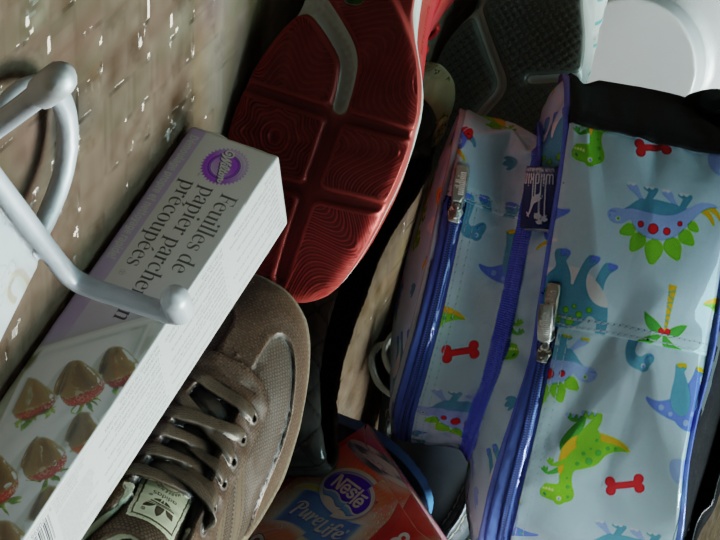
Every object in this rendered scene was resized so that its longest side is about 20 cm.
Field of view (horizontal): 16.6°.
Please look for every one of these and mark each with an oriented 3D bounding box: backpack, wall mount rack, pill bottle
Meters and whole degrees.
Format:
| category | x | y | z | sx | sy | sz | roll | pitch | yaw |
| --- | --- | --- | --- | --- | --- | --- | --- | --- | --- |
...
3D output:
| category | x | y | z | sx | sy | sz | roll | pitch | yaw |
| --- | --- | --- | --- | --- | --- | --- | --- | --- | --- |
| backpack | 0.087 | 0.030 | 1.044 | 0.183 | 0.146 | 0.201 | 78 | 20 | -82 |
| wall mount rack | -0.116 | 0.023 | 0.738 | 0.201 | 0.074 | 0.174 | -66 | 159 | -18 |
| pill bottle | 0.178 | -0.131 | 1.340 | 0.200 | 0.110 | 0.111 | -32 | 137 | -60 |

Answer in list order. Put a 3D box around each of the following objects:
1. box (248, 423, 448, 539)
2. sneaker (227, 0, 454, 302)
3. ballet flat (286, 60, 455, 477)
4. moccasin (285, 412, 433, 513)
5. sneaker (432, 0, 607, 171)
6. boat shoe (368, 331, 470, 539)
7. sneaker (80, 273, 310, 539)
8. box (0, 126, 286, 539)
| category | x | y | z | sx | sy | sz | roll | pitch | yaw |
| --- | --- | --- | --- | --- | --- | --- | --- | --- | --- |
| box | 0.022 | 0.178 | 1.053 | 0.102 | 0.095 | 0.200 | -33 | 126 | -2 |
| sneaker | 0.012 | -0.085 | 0.987 | 0.115 | 0.078 | 0.201 | -1 | 109 | -68 |
| ballet flat | 0.000 | 0.000 | 1.055 | 0.201 | 0.057 | 0.067 | -65 | 160 | -19 |
| moccasin | -0.005 | 0.132 | 1.127 | 0.068 | 0.080 | 0.200 | -62 | 158 | -25 |
| sneaker | 0.090 | -0.123 | 1.172 | 0.080 | 0.070 | 0.201 | 42 | 67 | -72 |
| boat shoe | 0.046 | 0.045 | 1.195 | 0.062 | 0.075 | 0.201 | 22 | 85 | -72 |
| sneaker | -0.068 | 0.088 | 0.900 | 0.201 | 0.070 | 0.076 | -64 | -172 | -17 |
| box | -0.089 | 0.035 | 0.875 | 0.200 | 0.039 | 0.042 | -59 | 158 | -32 |
